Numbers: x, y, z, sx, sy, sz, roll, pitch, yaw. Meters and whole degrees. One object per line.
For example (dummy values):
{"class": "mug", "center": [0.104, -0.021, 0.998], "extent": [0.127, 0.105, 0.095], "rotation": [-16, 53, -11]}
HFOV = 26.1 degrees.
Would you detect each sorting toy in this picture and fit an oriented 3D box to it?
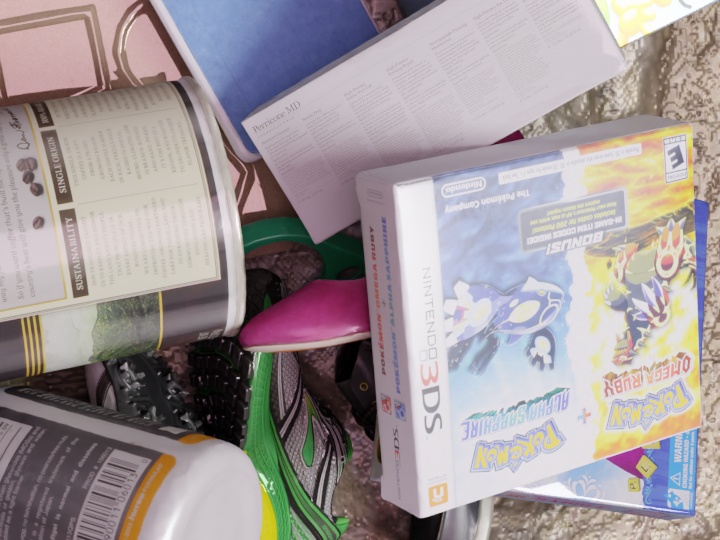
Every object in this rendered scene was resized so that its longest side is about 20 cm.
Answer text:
{"class": "sorting toy", "center": [-0.143, -0.086, 0.929], "extent": [0.199, 0.036, 0.186], "rotation": [-13, 101, -16]}

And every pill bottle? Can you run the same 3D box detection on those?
{"class": "pill bottle", "center": [-0.162, 0.126, 0.828], "extent": [0.199, 0.116, 0.117], "rotation": [12, 97, 24]}

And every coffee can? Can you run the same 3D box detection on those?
{"class": "coffee can", "center": [-0.175, -0.017, 0.831], "extent": [0.199, 0.146, 0.147], "rotation": [-11, 100, -16]}

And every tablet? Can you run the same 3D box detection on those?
{"class": "tablet", "center": [-0.070, -0.178, 0.913], "extent": [0.130, 0.014, 0.201], "rotation": [-35, 102, -30]}

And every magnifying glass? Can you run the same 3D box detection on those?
{"class": "magnifying glass", "center": [0.000, 0.000, 0.965], "extent": [0.199, 0.022, 0.080], "rotation": [-1, 133, -18]}

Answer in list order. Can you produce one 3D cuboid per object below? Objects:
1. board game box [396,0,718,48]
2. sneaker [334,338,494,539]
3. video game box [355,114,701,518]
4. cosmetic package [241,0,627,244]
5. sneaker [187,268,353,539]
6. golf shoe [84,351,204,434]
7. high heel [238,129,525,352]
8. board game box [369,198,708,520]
{"class": "board game box", "center": [0.129, -0.185, 0.937], "extent": [0.199, 0.103, 0.105], "rotation": [-27, 103, -8]}
{"class": "sneaker", "center": [0.027, 0.115, 0.974], "extent": [0.106, 0.075, 0.202], "rotation": [11, 86, -17]}
{"class": "video game box", "center": [0.098, 0.021, 0.852], "extent": [0.199, 0.047, 0.184], "rotation": [-14, 109, -27]}
{"class": "cosmetic package", "center": [0.040, -0.101, 0.861], "extent": [0.199, 0.051, 0.083], "rotation": [-28, 103, 15]}
{"class": "sneaker", "center": [-0.052, 0.089, 0.952], "extent": [0.085, 0.078, 0.201], "rotation": [-18, 119, -28]}
{"class": "golf shoe", "center": [-0.134, 0.124, 0.914], "extent": [0.094, 0.078, 0.201], "rotation": [-34, 67, 17]}
{"class": "high heel", "center": [0.017, -0.018, 0.865], "extent": [0.199, 0.067, 0.097], "rotation": [-16, 92, -16]}
{"class": "board game box", "center": [0.112, 0.040, 0.945], "extent": [0.198, 0.041, 0.202], "rotation": [9, 76, -16]}
